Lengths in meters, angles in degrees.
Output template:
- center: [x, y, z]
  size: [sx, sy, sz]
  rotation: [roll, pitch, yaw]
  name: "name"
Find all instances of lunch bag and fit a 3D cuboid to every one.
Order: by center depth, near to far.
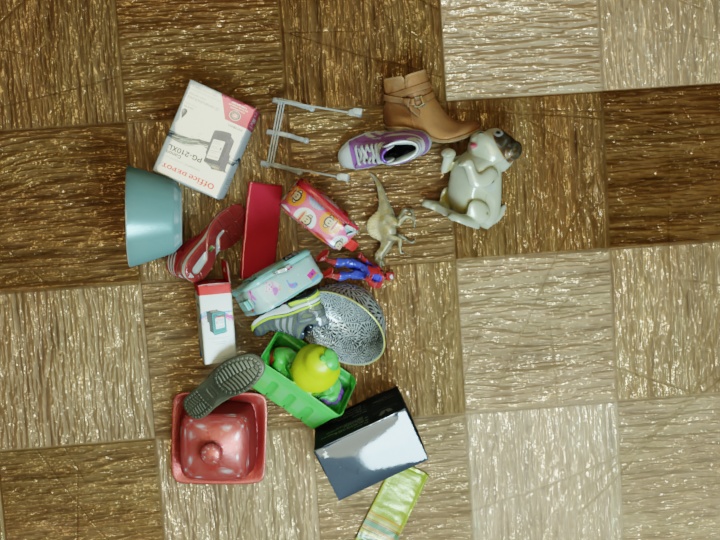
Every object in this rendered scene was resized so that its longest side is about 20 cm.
- center: [-0.169, 0.028, 1.621]
  size: [0.160, 0.200, 0.077]
  rotation: [-29, 92, -19]
  name: "lunch bag"
- center: [-0.073, -0.102, 1.638]
  size: [0.176, 0.200, 0.082]
  rotation: [40, 93, -7]
  name: "lunch bag"

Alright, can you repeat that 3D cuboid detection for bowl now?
- center: [-0.405, -0.106, 1.629]
  size: [0.105, 0.201, 0.201]
  rotation: [0, 94, -11]
  name: "bowl"
- center: [-0.025, 0.091, 1.691]
  size: [0.201, 0.094, 0.201]
  rotation: [16, 135, 17]
  name: "bowl"

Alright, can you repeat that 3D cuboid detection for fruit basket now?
- center: [-0.099, 0.199, 1.663]
  size: [0.215, 0.156, 0.216]
  rotation: [7, 119, 12]
  name: "fruit basket"

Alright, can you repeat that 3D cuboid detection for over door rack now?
- center: [-0.096, -0.265, 1.683]
  size: [0.200, 0.067, 0.148]
  rotation: [12, 93, 17]
  name: "over door rack"

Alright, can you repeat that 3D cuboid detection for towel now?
- center: [0.069, 0.513, 1.781]
  size: [0.086, 0.018, 0.200]
  rotation: [25, 92, -5]
  name: "towel"

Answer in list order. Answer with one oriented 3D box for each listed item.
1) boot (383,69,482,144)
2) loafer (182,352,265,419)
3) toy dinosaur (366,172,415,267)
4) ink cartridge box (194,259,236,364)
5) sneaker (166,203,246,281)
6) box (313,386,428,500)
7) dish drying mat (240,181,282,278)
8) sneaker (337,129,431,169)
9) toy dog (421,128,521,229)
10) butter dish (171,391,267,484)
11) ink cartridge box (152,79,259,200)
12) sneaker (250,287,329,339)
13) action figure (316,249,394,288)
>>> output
- center: [0.144, -0.334, 1.689]
  size: [0.200, 0.074, 0.155]
  rotation: [-8, 100, 1]
  name: "boot"
- center: [-0.267, 0.219, 1.634]
  size: [0.200, 0.067, 0.076]
  rotation: [-32, 96, 18]
  name: "loafer"
- center: [0.063, -0.105, 1.715]
  size: [0.101, 0.058, 0.200]
  rotation: [-2, 94, -1]
  name: "toy dinosaur"
- center: [-0.297, 0.081, 1.678]
  size: [0.067, 0.116, 0.200]
  rotation: [-5, 94, -15]
  name: "ink cartridge box"
- center: [-0.327, -0.066, 1.692]
  size: [0.200, 0.115, 0.078]
  rotation: [-51, 131, -31]
  name: "sneaker"
- center: [0.017, 0.345, 1.675]
  size: [0.197, 0.200, 0.117]
  rotation: [-25, 95, 0]
  name: "box"
- center: [-0.207, -0.081, 1.714]
  size: [0.077, 0.018, 0.200]
  rotation: [4, 93, -28]
  name: "dish drying mat"
- center: [0.032, -0.240, 1.650]
  size: [0.200, 0.114, 0.073]
  rotation: [-10, 106, 24]
  name: "sneaker"
- center: [0.248, -0.190, 1.670]
  size: [0.194, 0.140, 0.200]
  rotation: [15, 102, -25]
  name: "toy dog"
- center: [-0.296, 0.357, 1.688]
  size: [0.200, 0.148, 0.200]
  rotation: [2, 93, -2]
  name: "butter dish"
- center: [-0.312, -0.260, 1.673]
  size: [0.145, 0.084, 0.200]
  rotation: [23, 93, -3]
  name: "ink cartridge box"
- center: [-0.143, 0.104, 1.638]
  size: [0.200, 0.074, 0.081]
  rotation: [-25, 94, 43]
  name: "sneaker"
- center: [0.000, 0.000, 1.676]
  size: [0.052, 0.200, 0.065]
  rotation: [-36, 60, 31]
  name: "action figure"
